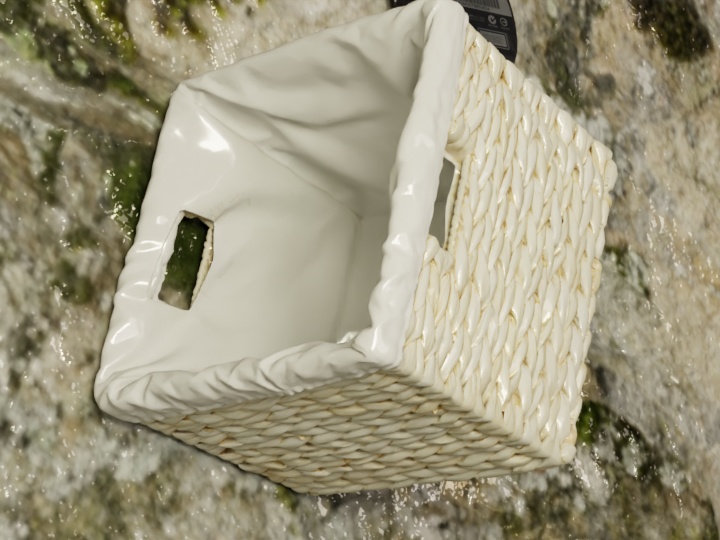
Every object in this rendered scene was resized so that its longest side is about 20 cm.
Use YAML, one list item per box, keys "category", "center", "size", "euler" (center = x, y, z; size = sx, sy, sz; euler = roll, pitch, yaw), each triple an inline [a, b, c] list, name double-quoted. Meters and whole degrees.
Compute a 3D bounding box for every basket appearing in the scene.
- category: "basket"
  center: [0.000, 0.000, 1.053]
  size: [0.161, 0.200, 0.198]
  euler: [35, 56, -39]

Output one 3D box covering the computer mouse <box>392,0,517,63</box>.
- category: "computer mouse"
  center: [0.065, -0.195, 1.279]
  size: [0.140, 0.046, 0.200]
  euler: [1, 66, -40]
